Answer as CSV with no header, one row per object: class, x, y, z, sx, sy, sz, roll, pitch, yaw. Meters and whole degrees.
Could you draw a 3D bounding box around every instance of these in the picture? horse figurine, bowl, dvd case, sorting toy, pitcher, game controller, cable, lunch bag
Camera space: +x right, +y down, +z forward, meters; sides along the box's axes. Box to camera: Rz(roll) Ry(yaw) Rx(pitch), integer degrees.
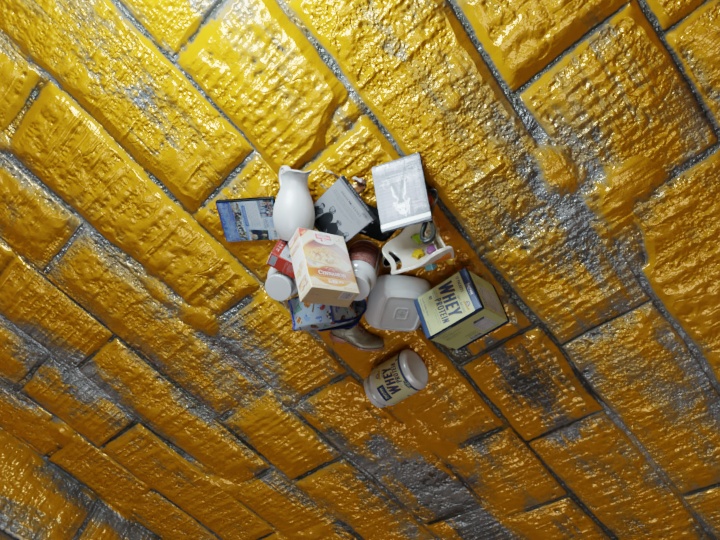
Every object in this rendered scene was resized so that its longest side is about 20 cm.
horse figurine,-0.064,-0.208,1.533,0.131,0.050,0.202,19,122,-2
bowl,0.123,0.117,1.652,0.197,0.075,0.202,7,122,-14
dvd case,0.114,-0.217,1.438,0.147,0.203,0.016,-14,162,18
sorting toy,0.155,-0.058,1.460,0.178,0.201,0.108,-22,132,3
pitcher,-0.200,-0.198,1.489,0.120,0.171,0.203,-5,109,-25
dvd case,-0.061,-0.159,1.480,0.151,0.025,0.199,52,135,-3
dvd case,-0.351,-0.162,1.631,0.197,0.018,0.144,-2,120,12
game controller,0.019,-0.149,1.536,0.198,0.043,0.104,21,141,-23
cable,0.190,-0.155,1.440,0.096,0.202,0.050,-21,144,9
lunch bag,-0.094,0.123,1.590,0.168,0.199,0.126,-13,84,31

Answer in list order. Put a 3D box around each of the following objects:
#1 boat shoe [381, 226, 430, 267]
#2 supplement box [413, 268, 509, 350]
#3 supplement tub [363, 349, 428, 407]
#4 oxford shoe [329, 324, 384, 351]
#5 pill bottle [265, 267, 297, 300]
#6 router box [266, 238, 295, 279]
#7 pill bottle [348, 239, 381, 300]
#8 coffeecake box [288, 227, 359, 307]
boat shoe,0.144,-0.077,1.568,0.199,0.060,0.072,-34,110,25
supplement box,0.308,0.124,1.567,0.199,0.136,0.199,-35,144,25
supplement tub,0.123,0.382,1.800,0.199,0.146,0.145,-36,109,26
oxford shoe,-0.008,0.222,1.773,0.197,0.071,0.076,14,117,0
pill bottle,-0.220,0.010,1.576,0.110,0.200,0.113,5,116,10
router box,-0.164,-0.047,1.540,0.178,0.201,0.049,27,123,-6
pill bottle,0.000,0.000,1.558,0.110,0.201,0.114,4,122,7
coffeecake box,-0.104,-0.008,1.420,0.152,0.202,0.073,9,139,-34
